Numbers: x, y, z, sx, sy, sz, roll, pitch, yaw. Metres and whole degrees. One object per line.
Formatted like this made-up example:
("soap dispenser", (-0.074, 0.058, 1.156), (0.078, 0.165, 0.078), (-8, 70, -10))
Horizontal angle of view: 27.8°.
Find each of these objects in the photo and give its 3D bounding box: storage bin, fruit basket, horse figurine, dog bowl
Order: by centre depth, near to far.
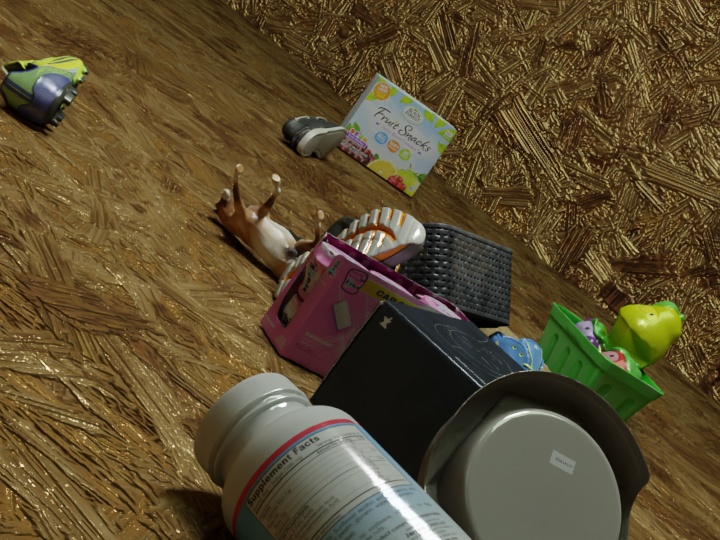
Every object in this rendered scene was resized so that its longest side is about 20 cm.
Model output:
("dog bowl", (0.131, 0.181, 1.123), (0.199, 0.201, 0.059), (34, -28, -14))
("horse figurine", (-0.087, -0.038, 1.618), (0.200, 0.133, 0.050), (38, 54, 10))
("storage bin", (0.080, 0.010, 1.685), (0.134, 0.094, 0.200), (-2, -11, 30))
("fruit basket", (0.387, 0.112, 2.199), (0.155, 0.216, 0.216), (31, 12, -28))

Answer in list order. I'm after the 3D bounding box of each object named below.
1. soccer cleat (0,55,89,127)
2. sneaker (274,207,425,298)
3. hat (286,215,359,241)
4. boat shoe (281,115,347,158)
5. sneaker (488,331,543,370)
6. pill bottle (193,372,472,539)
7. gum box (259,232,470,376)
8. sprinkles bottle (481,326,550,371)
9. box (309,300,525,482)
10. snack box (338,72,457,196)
("soccer cleat", (-0.349, -0.211, 1.590), (0.083, 0.065, 0.200), (31, 12, -14))
("sneaker", (0.000, 0.000, 1.514), (0.077, 0.199, 0.078), (44, 46, -21))
("hat", (-0.005, -0.013, 1.793), (0.200, 0.081, 0.201), (34, 11, -8))
("boat shoe", (-0.083, -0.243, 2.602), (0.060, 0.074, 0.200), (43, 20, 11))
("sneaker", (0.176, 0.135, 1.659), (0.076, 0.105, 0.200), (28, 13, -38))
("pill bottle", (-0.017, 0.157, 0.913), (0.200, 0.109, 0.109), (43, 12, 34))
("gum box", (0.008, 0.056, 1.432), (0.199, 0.114, 0.066), (29, 12, -34))
("sprinkles bottle", (0.193, 0.121, 1.887), (0.068, 0.068, 0.200), (27, 14, -40))
("box", (0.095, 0.141, 1.315), (0.200, 0.124, 0.196), (42, 10, 27))
("snack box", (0.069, -0.277, 2.970), (0.199, 0.169, 0.068), (34, 9, -16))
